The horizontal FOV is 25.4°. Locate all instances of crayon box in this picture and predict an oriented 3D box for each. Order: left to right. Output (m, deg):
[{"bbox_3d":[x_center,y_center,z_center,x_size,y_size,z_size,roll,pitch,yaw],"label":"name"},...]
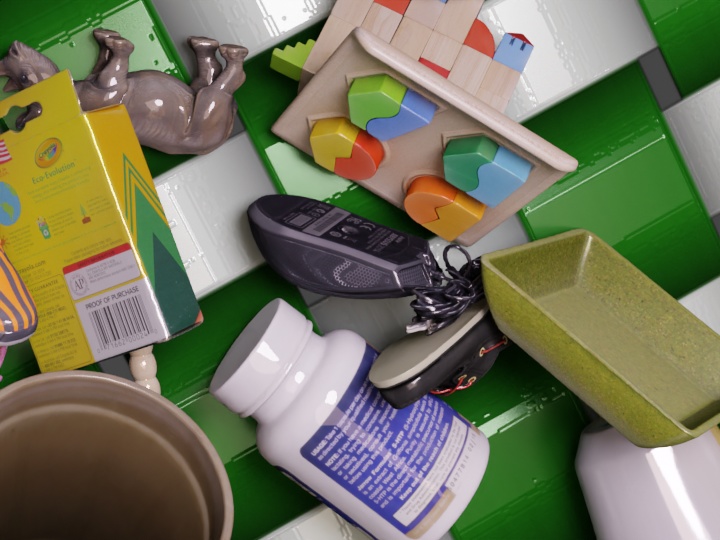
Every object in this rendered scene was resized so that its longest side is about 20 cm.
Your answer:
[{"bbox_3d":[-0.205,-0.034,1.156,0.126,0.051,0.202,-17,94,31],"label":"crayon box"}]

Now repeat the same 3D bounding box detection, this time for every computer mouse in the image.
[{"bbox_3d":[0.000,0.000,1.204,0.198,0.138,0.053,22,114,19],"label":"computer mouse"}]

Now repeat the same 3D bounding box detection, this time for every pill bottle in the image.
[{"bbox_3d":[-0.011,0.116,1.221,0.199,0.120,0.120,38,88,-12],"label":"pill bottle"}]

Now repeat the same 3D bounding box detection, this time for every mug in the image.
[{"bbox_3d":[0.251,0.177,1.285,0.149,0.186,0.154,-26,91,26],"label":"mug"}]

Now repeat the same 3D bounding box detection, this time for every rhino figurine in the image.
[{"bbox_3d":[-0.185,-0.133,1.195,0.198,0.060,0.088,3,105,-7],"label":"rhino figurine"}]

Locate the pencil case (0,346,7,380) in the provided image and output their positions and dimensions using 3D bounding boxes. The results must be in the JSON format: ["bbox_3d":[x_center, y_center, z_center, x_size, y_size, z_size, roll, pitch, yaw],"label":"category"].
[{"bbox_3d":[-0.352,0.029,1.169,0.198,0.087,0.083,19,60,-11],"label":"pencil case"}]

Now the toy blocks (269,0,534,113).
[{"bbox_3d":[0.049,-0.167,1.221,0.199,0.100,0.138,26,71,1],"label":"toy blocks"}]

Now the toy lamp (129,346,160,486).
[{"bbox_3d":[-0.167,0.059,1.220,0.058,0.058,0.202,-8,99,-9],"label":"toy lamp"}]

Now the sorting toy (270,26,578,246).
[{"bbox_3d":[0.039,-0.086,1.171,0.184,0.200,0.037,30,67,-12],"label":"sorting toy"}]

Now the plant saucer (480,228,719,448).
[{"bbox_3d":[0.193,0.056,1.196,0.200,0.199,0.048,41,116,20],"label":"plant saucer"}]

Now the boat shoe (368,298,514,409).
[{"bbox_3d":[0.071,0.061,1.202,0.073,0.201,0.064,-16,100,29],"label":"boat shoe"}]

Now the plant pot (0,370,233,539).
[{"bbox_3d":[-0.208,0.203,1.151,0.198,0.201,0.174,16,136,-11],"label":"plant pot"}]

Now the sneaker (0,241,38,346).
[{"bbox_3d":[-0.289,-0.044,1.124,0.200,0.077,0.112,43,124,16],"label":"sneaker"}]
